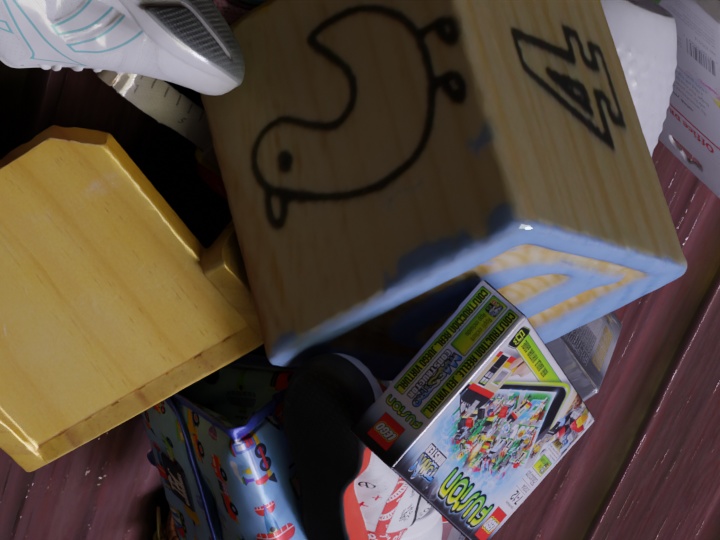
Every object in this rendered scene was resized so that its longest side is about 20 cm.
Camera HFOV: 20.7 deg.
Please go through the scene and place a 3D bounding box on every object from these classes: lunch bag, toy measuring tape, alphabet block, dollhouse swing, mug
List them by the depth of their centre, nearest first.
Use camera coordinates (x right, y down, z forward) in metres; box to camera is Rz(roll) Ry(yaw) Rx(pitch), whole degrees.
[{"bbox_3d":[0.046,-0.064,1.154,0.194,0.202,0.196,-28,157,28],"label":"alphabet block"},{"bbox_3d":[-0.159,-0.008,1.204,0.199,0.177,0.182,-29,-168,21],"label":"dollhouse swing"},{"bbox_3d":[-0.095,-0.094,1.224,0.074,0.074,0.199,-49,132,10],"label":"toy measuring tape"},{"bbox_3d":[-0.082,0.132,1.306,0.094,0.199,0.152,-30,112,-30],"label":"lunch bag"},{"bbox_3d":[0.112,-0.121,1.329,0.198,0.148,0.177,21,106,-18],"label":"mug"}]

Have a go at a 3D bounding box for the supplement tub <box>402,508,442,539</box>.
[{"bbox_3d":[-0.016,0.227,1.548,0.139,0.141,0.201,-11,135,-34],"label":"supplement tub"}]

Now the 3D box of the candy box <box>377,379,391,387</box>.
[{"bbox_3d":[0.000,0.000,1.290,0.026,0.202,0.102,-10,147,9],"label":"candy box"}]

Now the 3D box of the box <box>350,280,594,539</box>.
[{"bbox_3d":[0.069,0.088,1.132,0.110,0.035,0.200,-48,154,-3],"label":"box"}]

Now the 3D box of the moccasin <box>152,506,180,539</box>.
[{"bbox_3d":[-0.119,0.195,1.467,0.077,0.074,0.201,15,136,-36],"label":"moccasin"}]

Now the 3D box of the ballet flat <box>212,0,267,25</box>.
[{"bbox_3d":[-0.019,-0.164,1.222,0.198,0.070,0.071,-8,152,-31],"label":"ballet flat"}]

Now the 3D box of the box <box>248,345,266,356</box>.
[{"bbox_3d":[-0.024,0.066,1.405,0.199,0.050,0.161,-3,157,-41],"label":"box"}]

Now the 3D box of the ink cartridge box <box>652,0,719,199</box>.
[{"bbox_3d":[0.257,-0.154,1.431,0.067,0.117,0.201,-31,143,-12],"label":"ink cartridge box"}]

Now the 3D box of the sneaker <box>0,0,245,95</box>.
[{"bbox_3d":[-0.156,-0.144,1.086,0.199,0.071,0.080,25,125,-26],"label":"sneaker"}]

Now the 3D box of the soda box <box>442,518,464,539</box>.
[{"bbox_3d":[0.071,0.141,1.606,0.069,0.063,0.201,-9,132,-37],"label":"soda box"}]

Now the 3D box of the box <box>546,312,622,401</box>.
[{"bbox_3d":[0.096,0.084,1.342,0.158,0.049,0.200,-36,-178,15],"label":"box"}]

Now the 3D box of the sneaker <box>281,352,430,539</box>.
[{"bbox_3d":[0.015,0.091,1.167,0.108,0.067,0.202,-38,149,-27],"label":"sneaker"}]
